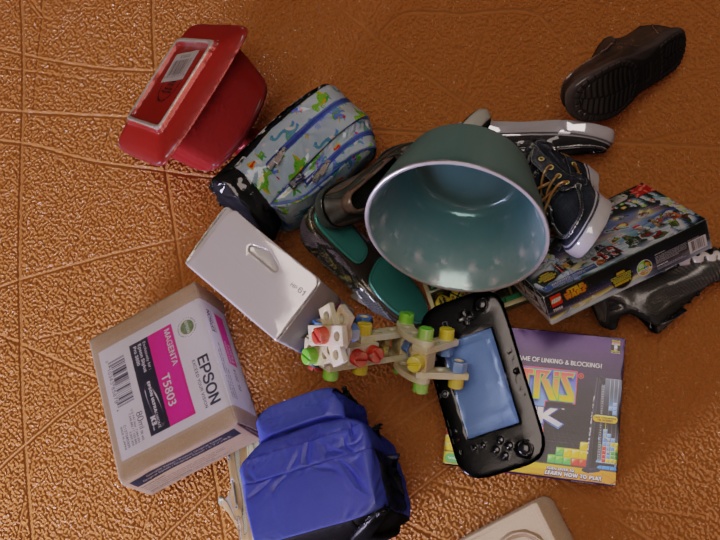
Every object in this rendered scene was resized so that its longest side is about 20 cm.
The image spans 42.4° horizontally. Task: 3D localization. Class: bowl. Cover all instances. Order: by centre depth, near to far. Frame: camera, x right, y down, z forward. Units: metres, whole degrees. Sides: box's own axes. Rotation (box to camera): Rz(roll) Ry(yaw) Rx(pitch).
[{"bbox_3d":[0.110,-0.079,1.009,0.197,0.202,0.106,6,50,11],"label":"bowl"}]

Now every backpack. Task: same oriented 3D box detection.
[{"bbox_3d":[-0.026,0.229,1.033,0.160,0.200,0.170,-13,66,12],"label":"backpack"},{"bbox_3d":[-0.074,-0.135,1.155,0.152,0.163,0.202,30,77,7],"label":"backpack"}]

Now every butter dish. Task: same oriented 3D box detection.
[{"bbox_3d":[-0.191,-0.200,1.194,0.199,0.147,0.201,23,81,56],"label":"butter dish"}]

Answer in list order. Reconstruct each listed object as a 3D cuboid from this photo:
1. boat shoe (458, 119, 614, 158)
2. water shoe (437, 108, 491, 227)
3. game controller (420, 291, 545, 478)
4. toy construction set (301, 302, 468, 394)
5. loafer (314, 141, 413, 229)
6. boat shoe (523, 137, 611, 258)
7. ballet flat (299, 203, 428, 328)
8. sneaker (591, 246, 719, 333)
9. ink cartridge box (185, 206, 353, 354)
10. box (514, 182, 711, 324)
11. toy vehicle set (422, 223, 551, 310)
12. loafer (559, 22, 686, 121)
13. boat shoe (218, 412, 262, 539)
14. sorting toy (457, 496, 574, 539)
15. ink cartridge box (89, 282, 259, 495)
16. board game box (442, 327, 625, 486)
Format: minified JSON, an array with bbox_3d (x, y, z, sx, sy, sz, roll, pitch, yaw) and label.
[{"bbox_3d":[0.210,-0.147,1.143,0.197,0.070,0.067,4,86,12],"label":"boat shoe"},{"bbox_3d":[0.117,-0.094,1.118,0.078,0.071,0.202,31,100,4],"label":"water shoe"},{"bbox_3d":[0.136,0.128,1.050,0.103,0.042,0.203,-17,73,8],"label":"game controller"},{"bbox_3d":[0.013,0.087,1.011,0.130,0.198,0.093,24,97,50],"label":"toy construction set"},{"bbox_3d":[0.035,-0.104,1.118,0.199,0.063,0.073,-32,103,-35],"label":"loafer"},{"bbox_3d":[0.217,-0.084,1.031,0.090,0.201,0.071,30,114,-6],"label":"boat shoe"},{"bbox_3d":[0.000,0.000,1.143,0.072,0.072,0.200,-45,101,-2],"label":"ballet flat"},{"bbox_3d":[0.357,0.024,1.081,0.197,0.066,0.092,-9,92,-1],"label":"sneaker"},{"bbox_3d":[-0.101,0.022,1.091,0.144,0.200,0.085,37,85,16],"label":"ink cartridge box"},{"bbox_3d":[0.269,-0.024,1.045,0.198,0.137,0.040,-25,115,-5],"label":"box"},{"bbox_3d":[0.170,-0.015,1.140,0.197,0.027,0.126,-21,75,5],"label":"toy vehicle set"},{"bbox_3d":[0.309,-0.243,1.129,0.198,0.074,0.071,-29,42,-26],"label":"loafer"},{"bbox_3d":[-0.133,0.277,1.114,0.075,0.072,0.203,-13,65,16],"label":"boat shoe"},{"bbox_3d":[0.170,0.383,1.050,0.198,0.037,0.187,-27,74,-1],"label":"sorting toy"},{"bbox_3d":[-0.227,0.141,1.126,0.163,0.075,0.202,-29,59,8],"label":"ink cartridge box"},{"bbox_3d":[0.202,0.154,1.082,0.197,0.057,0.168,4,79,11],"label":"board game box"}]
